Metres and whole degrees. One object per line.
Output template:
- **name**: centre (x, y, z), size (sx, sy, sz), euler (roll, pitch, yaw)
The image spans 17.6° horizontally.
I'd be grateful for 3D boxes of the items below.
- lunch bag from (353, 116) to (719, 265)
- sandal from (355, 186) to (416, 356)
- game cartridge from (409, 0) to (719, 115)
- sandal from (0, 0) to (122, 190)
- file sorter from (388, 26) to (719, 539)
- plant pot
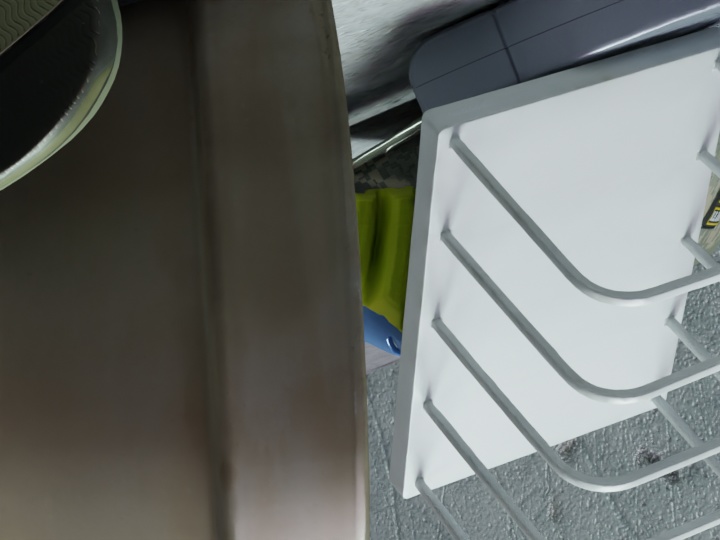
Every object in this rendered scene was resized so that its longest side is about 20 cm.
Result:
- **lunch bag**: centre (0.114, -0.046, 1.126), size (0.199, 0.118, 0.164), euler (-28, 172, 19)
- **sandal**: centre (0.000, 0.000, 1.035), size (0.199, 0.080, 0.087), euler (19, 163, -9)
- **game cartridge**: centre (0.118, -0.105, 0.960), size (0.199, 0.042, 0.133), euler (-21, 171, 5)
- **sandal**: centre (-0.144, -0.025, 0.581), size (0.200, 0.080, 0.057), euler (-22, -174, 13)
- **file sorter**: centre (0.107, 0.032, 0.931), size (0.138, 0.125, 0.201), euler (-18, 135, -24)
- **plant pot**: centre (-0.091, 0.011, 0.676), size (0.173, 0.201, 0.200), euler (-3, 173, -4)
